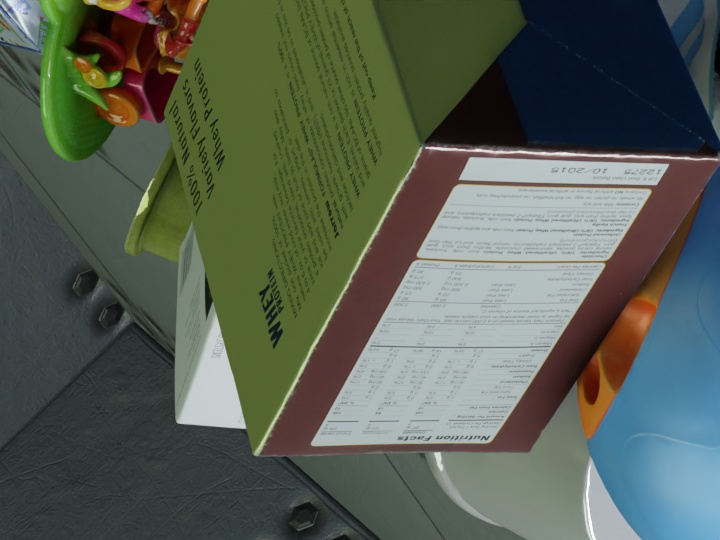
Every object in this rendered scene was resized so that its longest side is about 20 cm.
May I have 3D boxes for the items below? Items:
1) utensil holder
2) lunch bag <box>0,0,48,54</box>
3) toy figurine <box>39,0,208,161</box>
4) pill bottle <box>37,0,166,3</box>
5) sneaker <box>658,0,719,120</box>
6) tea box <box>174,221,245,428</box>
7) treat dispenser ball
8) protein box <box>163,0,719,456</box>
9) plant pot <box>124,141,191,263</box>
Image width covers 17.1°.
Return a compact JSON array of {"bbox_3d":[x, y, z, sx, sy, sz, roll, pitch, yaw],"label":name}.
[{"bbox_3d":[0.157,0.108,1.527,0.170,0.170,0.200,51,167,-26],"label":"utensil holder"},{"bbox_3d":[-0.361,-0.287,2.385,0.160,0.076,0.200,48,169,-25],"label":"lunch bag"},{"bbox_3d":[-0.087,-0.137,1.464,0.183,0.151,0.200,13,147,15],"label":"toy figurine"},{"bbox_3d":[-0.210,-0.253,1.769,0.200,0.116,0.116,49,170,-16],"label":"pill bottle"},{"bbox_3d":[0.114,-0.104,1.099,0.076,0.081,0.201,40,159,35],"label":"sneaker"},{"bbox_3d":[0.000,0.000,1.433,0.195,0.134,0.200,7,149,-12],"label":"tea box"},{"bbox_3d":[0.193,0.046,1.032,0.201,0.201,0.201,44,170,10],"label":"treat dispenser ball"},{"bbox_3d":[0.025,-0.058,1.010,0.200,0.134,0.199,118,144,-45],"label":"protein box"},{"bbox_3d":[-0.035,-0.055,1.663,0.183,0.201,0.200,29,169,1],"label":"plant pot"}]
